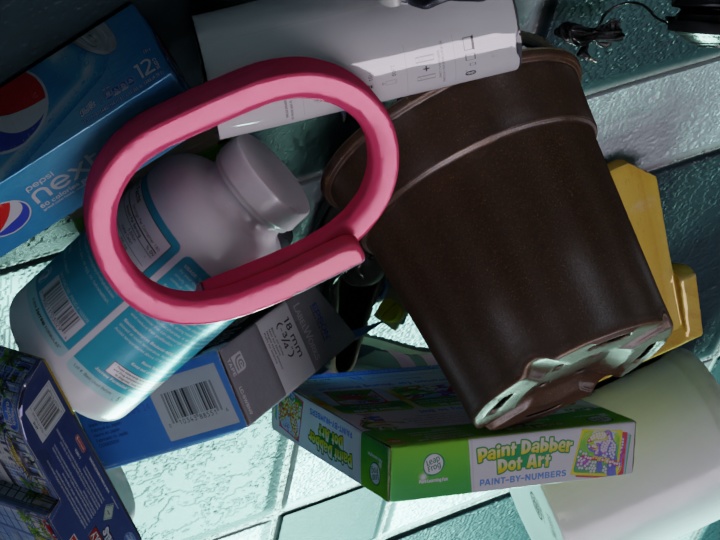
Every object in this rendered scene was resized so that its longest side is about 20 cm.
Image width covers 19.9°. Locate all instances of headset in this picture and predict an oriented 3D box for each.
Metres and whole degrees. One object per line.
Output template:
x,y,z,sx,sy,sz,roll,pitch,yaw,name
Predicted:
0.223,-0.205,1.407,0.093,0.124,0.200,-4,161,-37,headset

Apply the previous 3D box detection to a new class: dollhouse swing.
0.162,0.007,1.747,0.199,0.177,0.182,-23,-169,-15,dollhouse swing

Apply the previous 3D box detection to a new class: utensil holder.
0.254,0.191,1.981,0.199,0.171,0.170,-23,150,-9,utensil holder

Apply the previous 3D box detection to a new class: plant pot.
0.101,-0.012,1.389,0.199,0.199,0.200,-23,163,-7,plant pot

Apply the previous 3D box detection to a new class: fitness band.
-0.071,-0.049,1.250,0.199,0.037,0.144,-24,118,-2,fitness band

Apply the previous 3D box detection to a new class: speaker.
-0.004,-0.141,1.281,0.198,0.082,0.081,-14,149,-4,speaker

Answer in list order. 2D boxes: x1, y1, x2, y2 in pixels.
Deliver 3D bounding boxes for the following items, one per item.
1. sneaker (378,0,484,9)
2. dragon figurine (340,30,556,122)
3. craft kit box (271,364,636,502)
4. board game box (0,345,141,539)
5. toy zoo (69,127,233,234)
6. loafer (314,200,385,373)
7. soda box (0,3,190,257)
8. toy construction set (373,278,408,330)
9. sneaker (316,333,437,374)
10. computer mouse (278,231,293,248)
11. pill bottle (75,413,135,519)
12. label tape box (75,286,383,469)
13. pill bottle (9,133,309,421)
0.076,-0.216,1.221,0.198,0.130,0.080,-22,131,-8,sneaker
0.048,-0.141,1.393,0.199,0.059,0.100,5,135,-45,dragon figurine
0.064,0.112,1.487,0.199,0.197,0.049,-3,99,-26,craft kit box
-0.271,0.121,1.391,0.062,0.199,0.201,-57,145,-32,board game box
-0.124,-0.027,1.445,0.131,0.021,0.200,-29,150,-5,toy zoo
0.000,0.000,1.557,0.071,0.063,0.201,-14,146,-28,loafer
-0.199,-0.074,1.262,0.199,0.064,0.068,-33,150,2,soda box
0.104,-0.010,1.591,0.200,0.131,0.092,-48,164,19,toy construction set
0.055,0.101,1.642,0.198,0.082,0.071,2,124,14,sneaker
-0.065,-0.003,1.481,0.058,0.034,0.200,-32,151,-1,computer mouse
-0.279,0.201,1.553,0.200,0.114,0.114,-37,150,10,pill bottle
-0.095,0.063,1.492,0.144,0.064,0.200,-18,-169,34,label tape box
-0.128,0.000,1.349,0.200,0.111,0.111,-40,149,16,pill bottle
